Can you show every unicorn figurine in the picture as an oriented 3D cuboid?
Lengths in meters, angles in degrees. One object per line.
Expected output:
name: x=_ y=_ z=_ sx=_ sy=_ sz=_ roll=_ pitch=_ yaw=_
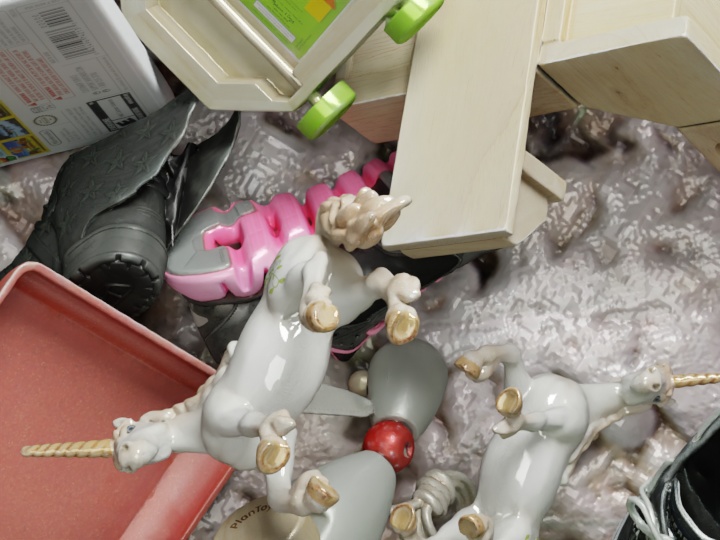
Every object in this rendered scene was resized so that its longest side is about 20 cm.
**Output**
unicorn figurine: x=0.090 y=0.094 z=0.850 sx=0.200 sy=0.137 sz=0.074 roll=-52 pitch=55 yaw=8
unicorn figurine: x=-0.046 y=0.050 z=0.757 sx=0.200 sy=0.137 sz=0.074 roll=-49 pitch=116 yaw=-6

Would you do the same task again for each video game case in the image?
video game case: x=-0.196 y=-0.088 z=0.805 sx=0.181 sy=0.200 sz=0.023 roll=-14 pitch=77 yaw=3

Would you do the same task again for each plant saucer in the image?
plant saucer: x=-0.165 y=0.109 z=0.840 sx=0.037 sy=0.200 sz=0.200 roll=32 pitch=87 yaw=42

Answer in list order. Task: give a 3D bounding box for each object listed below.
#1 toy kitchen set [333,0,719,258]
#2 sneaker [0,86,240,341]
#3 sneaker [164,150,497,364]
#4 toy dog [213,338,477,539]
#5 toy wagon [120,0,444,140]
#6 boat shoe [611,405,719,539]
toy kitchen set: x=0.110 y=-0.056 z=0.834 sx=0.200 sy=0.180 sz=0.164 roll=-6 pitch=63 yaw=37
sneaker: x=-0.146 y=-0.013 z=0.875 sx=0.200 sy=0.104 sz=0.060 roll=-29 pitch=131 yaw=35
sneaker: x=0.000 y=0.000 z=0.878 sx=0.199 sy=0.079 sz=0.096 roll=-14 pitch=121 yaw=-1
toy dog: x=-0.026 y=0.117 z=0.842 sx=0.096 sy=0.200 sz=0.132 roll=-4 pitch=105 yaw=30
toy wagon: x=-0.030 y=-0.165 z=0.788 sx=0.155 sy=0.040 sz=0.200 roll=45 pitch=118 yaw=-1
boat shoe: x=0.172 y=0.129 z=0.843 sx=0.074 sy=0.068 sz=0.200 roll=46 pitch=124 yaw=19
